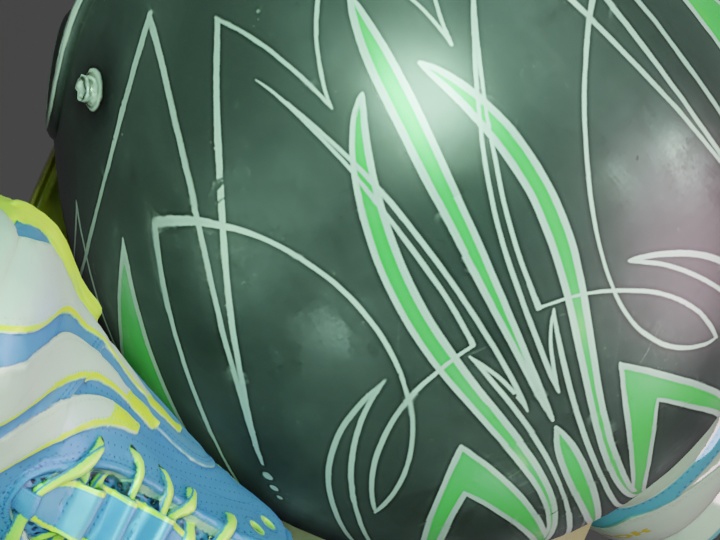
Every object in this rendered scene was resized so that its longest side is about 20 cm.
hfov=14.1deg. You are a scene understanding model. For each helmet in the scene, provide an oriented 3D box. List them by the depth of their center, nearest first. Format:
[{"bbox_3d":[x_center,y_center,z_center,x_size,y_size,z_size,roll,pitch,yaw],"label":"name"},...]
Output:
[{"bbox_3d":[0.015,-0.026,0.734,0.191,0.199,0.201,-120,-134,-77],"label":"helmet"}]

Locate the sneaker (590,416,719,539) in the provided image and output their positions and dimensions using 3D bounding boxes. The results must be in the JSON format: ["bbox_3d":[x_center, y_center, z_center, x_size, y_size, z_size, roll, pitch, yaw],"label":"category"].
[{"bbox_3d":[0.124,-0.002,0.969,0.081,0.076,0.201,33,80,-60],"label":"sneaker"}]

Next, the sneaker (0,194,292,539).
[{"bbox_3d":[-0.057,0.045,0.655,0.076,0.105,0.200,-63,177,-14],"label":"sneaker"}]

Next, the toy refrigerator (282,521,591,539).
[{"bbox_3d":[0.034,0.050,0.874,0.201,0.076,0.070,-64,156,-9],"label":"toy refrigerator"}]

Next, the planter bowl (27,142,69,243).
[{"bbox_3d":[-0.069,0.050,0.880,0.200,0.083,0.202,17,90,-90],"label":"planter bowl"}]
